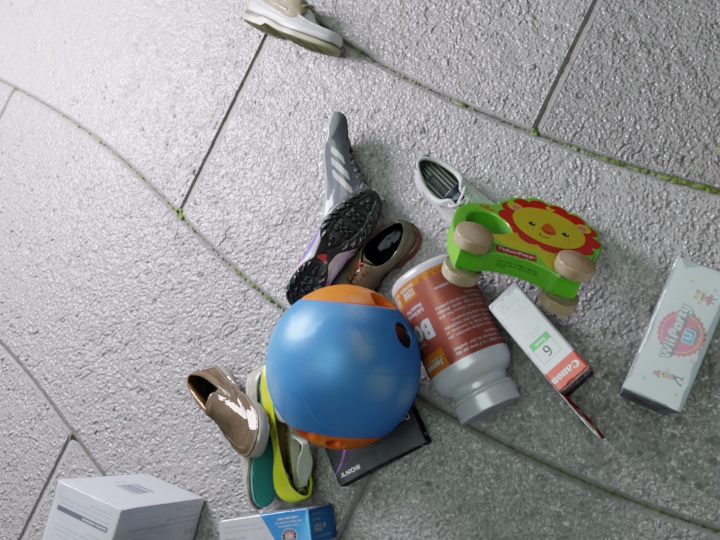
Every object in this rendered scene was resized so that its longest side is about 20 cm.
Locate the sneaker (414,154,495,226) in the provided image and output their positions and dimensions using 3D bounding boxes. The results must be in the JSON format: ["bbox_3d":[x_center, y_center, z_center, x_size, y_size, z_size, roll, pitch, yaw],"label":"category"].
[{"bbox_3d":[0.143,-0.084,1.005,0.199,0.071,0.073,41,95,23],"label":"sneaker"}]

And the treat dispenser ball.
[{"bbox_3d":[-0.022,0.121,0.918,0.197,0.200,0.206,-5,77,20],"label":"treat dispenser ball"}]

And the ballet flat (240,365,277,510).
[{"bbox_3d":[-0.145,0.242,1.064,0.062,0.067,0.205,-11,69,47],"label":"ballet flat"}]

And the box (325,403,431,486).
[{"bbox_3d":[-0.003,0.179,1.026,0.141,0.036,0.203,-30,71,13],"label":"box"}]

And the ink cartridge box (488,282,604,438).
[{"bbox_3d":[0.247,0.112,0.902,0.050,0.109,0.201,-42,68,8],"label":"ink cartridge box"}]

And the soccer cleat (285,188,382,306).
[{"bbox_3d":[-0.039,-0.035,1.038,0.068,0.073,0.202,34,104,-6],"label":"soccer cleat"}]

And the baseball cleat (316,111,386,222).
[{"bbox_3d":[-0.010,-0.136,1.087,0.104,0.070,0.205,2,89,15],"label":"baseball cleat"}]

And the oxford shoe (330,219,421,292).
[{"bbox_3d":[0.000,0.000,1.041,0.070,0.075,0.201,44,97,20],"label":"oxford shoe"}]

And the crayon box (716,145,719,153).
[{"bbox_3d":[0.549,-0.137,0.869,0.197,0.051,0.128,-28,70,13],"label":"crayon box"}]

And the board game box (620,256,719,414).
[{"bbox_3d":[0.350,0.082,0.818,0.063,0.200,0.150,23,87,23],"label":"board game box"}]

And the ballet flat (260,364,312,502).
[{"bbox_3d":[-0.096,0.224,1.021,0.067,0.066,0.205,-8,87,55],"label":"ballet flat"}]

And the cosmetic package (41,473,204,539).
[{"bbox_3d":[-0.342,0.407,1.020,0.121,0.199,0.204,13,84,23],"label":"cosmetic package"}]

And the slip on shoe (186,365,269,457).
[{"bbox_3d":[-0.191,0.197,1.035,0.200,0.060,0.077,42,112,51],"label":"slip on shoe"}]

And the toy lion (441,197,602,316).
[{"bbox_3d":[0.206,-0.039,0.910,0.196,0.193,0.070,15,125,-1],"label":"toy lion"}]

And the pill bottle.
[{"bbox_3d":[0.127,0.091,0.952,0.111,0.112,0.203,-29,69,13],"label":"pill bottle"}]

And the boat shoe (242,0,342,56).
[{"bbox_3d":[-0.105,-0.405,1.170,0.198,0.074,0.069,29,95,25],"label":"boat shoe"}]

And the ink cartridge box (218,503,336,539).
[{"bbox_3d":[-0.104,0.432,0.985,0.144,0.086,0.204,-14,72,18],"label":"ink cartridge box"}]
